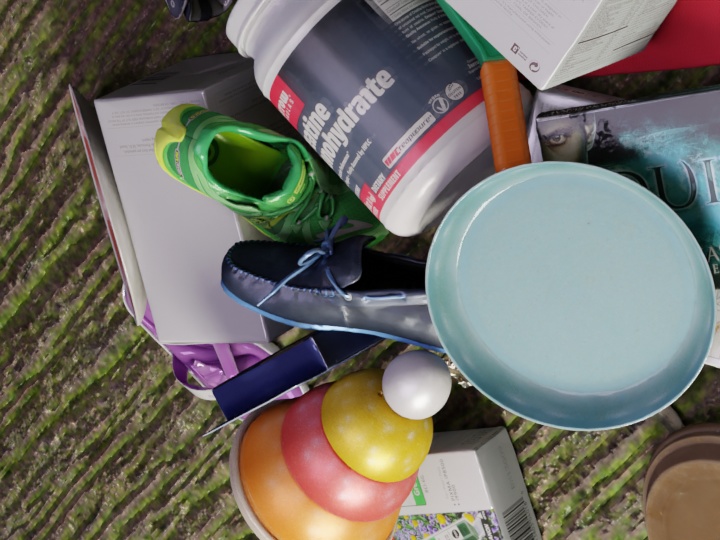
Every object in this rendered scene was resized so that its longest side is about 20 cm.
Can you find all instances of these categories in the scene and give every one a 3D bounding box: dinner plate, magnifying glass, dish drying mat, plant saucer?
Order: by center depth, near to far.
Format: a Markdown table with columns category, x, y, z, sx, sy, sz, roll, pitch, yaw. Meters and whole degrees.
| category | x | y | z | sx | sy | sz | roll | pitch | yaw |
| --- | --- | --- | --- | --- | --- | --- | --- | --- | --- |
| plant saucer | 0.142 | 0.014 | 1.607 | 0.199 | 0.027 | 0.201 | 7 | 117 | 14 |
| magnifying glass | 0.090 | -0.158 | 1.624 | 0.022 | 0.079 | 0.201 | 99 | 165 | -69 |
| dish drying mat | 0.177 | -0.172 | 1.629 | 0.199 | 0.018 | 0.077 | -2 | 108 | 39 |
| plant saucer | 0.277 | 0.199 | 1.689 | 0.199 | 0.029 | 0.201 | 28 | 136 | 30 |
| dinner plate | -0.197 | -0.055 | 1.913 | 0.200 | 0.024 | 0.201 | 162 | 90 | -83 |

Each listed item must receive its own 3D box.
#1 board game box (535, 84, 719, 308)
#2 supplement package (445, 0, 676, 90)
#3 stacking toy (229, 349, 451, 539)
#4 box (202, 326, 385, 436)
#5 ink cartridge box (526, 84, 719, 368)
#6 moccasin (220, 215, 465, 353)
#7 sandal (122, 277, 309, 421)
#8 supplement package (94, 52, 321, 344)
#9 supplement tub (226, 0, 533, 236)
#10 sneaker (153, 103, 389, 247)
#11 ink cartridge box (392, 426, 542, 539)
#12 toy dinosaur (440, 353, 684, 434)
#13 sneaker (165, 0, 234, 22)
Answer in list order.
| category | x | y | z | sx | sy | sz | roll | pitch | yaw |
| --- | --- | --- | --- | --- | --- | --- | --- | --- | --- |
| board game box | 0.224 | -0.054 | 1.591 | 0.199 | 0.028 | 0.136 | -8 | 101 | 21 |
| supplement package | 0.133 | -0.262 | 1.520 | 0.191 | 0.147 | 0.200 | 44 | 126 | 15 |
| stacking toy | 0.008 | 0.121 | 1.748 | 0.146 | 0.146 | 0.200 | 52 | 133 | 7 |
| box | -0.027 | 0.059 | 1.776 | 0.121 | 0.200 | 0.033 | -29 | 90 | 43 |
| ink cartridge box | 0.202 | -0.028 | 1.647 | 0.199 | 0.057 | 0.164 | 14 | 106 | 12 |
| moccasin | 0.000 | 0.000 | 1.699 | 0.199 | 0.081 | 0.068 | 9 | 131 | 5 |
| sandal | -0.127 | 0.073 | 1.967 | 0.202 | 0.050 | 0.083 | 36 | 129 | 20 |
| supplement package | -0.102 | -0.057 | 1.837 | 0.119 | 0.121 | 0.201 | -2 | 108 | 39 |
| supplement tub | 0.014 | -0.137 | 1.692 | 0.200 | 0.140 | 0.140 | 47 | 132 | 11 |
| sneaker | -0.056 | -0.057 | 1.726 | 0.083 | 0.199 | 0.074 | 23 | 92 | 60 |
| ink cartridge box | 0.041 | 0.188 | 1.884 | 0.199 | 0.050 | 0.110 | -9 | 105 | 40 |
| toy dinosaur | 0.157 | 0.065 | 1.738 | 0.199 | 0.047 | 0.089 | 16 | 114 | 20 |
| sneaker | -0.175 | -0.241 | 1.839 | 0.202 | 0.077 | 0.147 | -30 | 88 | 42 |
